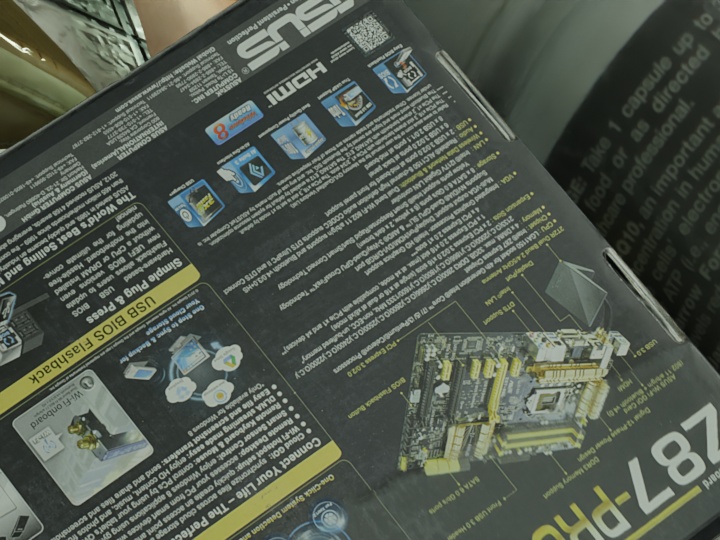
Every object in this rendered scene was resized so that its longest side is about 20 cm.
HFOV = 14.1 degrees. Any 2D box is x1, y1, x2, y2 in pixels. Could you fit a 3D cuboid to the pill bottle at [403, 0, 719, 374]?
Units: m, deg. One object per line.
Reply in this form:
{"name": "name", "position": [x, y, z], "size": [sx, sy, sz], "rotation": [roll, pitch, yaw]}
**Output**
{"name": "pill bottle", "position": [0.103, -0.018, 0.692], "size": [0.200, 0.113, 0.113], "rotation": [42, 22, 20]}

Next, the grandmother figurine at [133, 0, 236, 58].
{"name": "grandmother figurine", "position": [-0.066, -0.116, 0.965], "size": [0.122, 0.060, 0.201], "rotation": [72, -5, -57]}

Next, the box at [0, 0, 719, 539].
{"name": "box", "position": [-0.033, 0.042, 0.627], "size": [0.200, 0.049, 0.161], "rotation": [-35, 72, -20]}

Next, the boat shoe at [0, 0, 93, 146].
{"name": "boat shoe", "position": [-0.143, -0.057, 0.740], "size": [0.072, 0.065, 0.200], "rotation": [43, 13, 24]}
